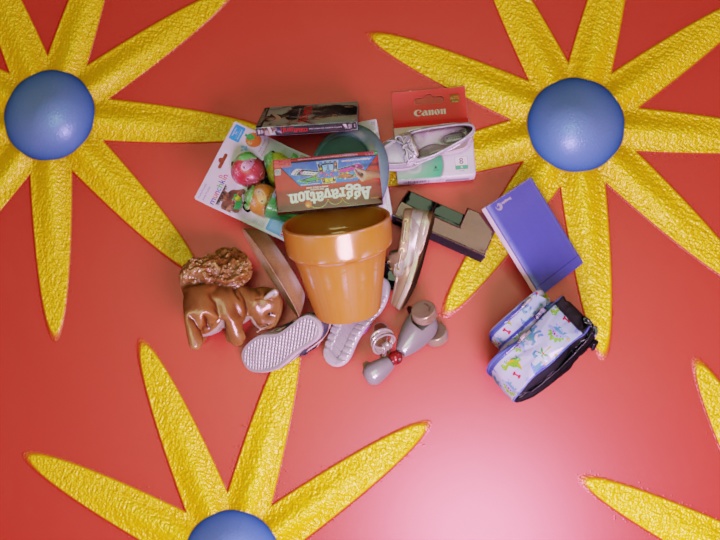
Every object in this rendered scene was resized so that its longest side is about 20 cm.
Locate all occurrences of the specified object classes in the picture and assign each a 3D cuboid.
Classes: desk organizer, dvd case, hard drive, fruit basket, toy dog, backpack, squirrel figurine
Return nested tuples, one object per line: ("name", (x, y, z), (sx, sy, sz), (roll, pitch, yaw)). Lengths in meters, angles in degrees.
("desk organizer", (0.169, -0.096, 1.499), (0.199, 0.072, 0.077), (24, 82, 5))
("dvd case", (-0.103, -0.305, 1.509), (0.199, 0.146, 0.022), (-4, 118, 4))
("hard drive", (0.338, -0.067, 1.471), (0.132, 0.025, 0.201), (-33, 91, -26))
("fruit basket", (-0.193, -0.177, 1.461), (0.199, 0.094, 0.186), (27, 71, -8))
("toy dog", (0.074, 0.129, 1.460), (0.199, 0.096, 0.133), (-20, 123, -28))
("backpack", (0.325, 0.143, 1.410), (0.200, 0.183, 0.147), (-45, 67, 3))
("squirrel figurine", (-0.251, 0.047, 1.473), (0.186, 0.142, 0.201), (-12, 85, -5))

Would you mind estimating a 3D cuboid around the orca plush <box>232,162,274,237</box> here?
("orca plush", (-0.226, -0.151, 1.544), (0.105, 0.071, 0.201), (-33, 92, -46))

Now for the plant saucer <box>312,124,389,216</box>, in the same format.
("plant saucer", (-0.031, -0.191, 1.489), (0.199, 0.027, 0.201), (-1, 89, 36))

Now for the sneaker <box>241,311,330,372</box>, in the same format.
("sneaker", (-0.141, 0.143, 1.488), (0.199, 0.079, 0.079), (-26, 85, 25))

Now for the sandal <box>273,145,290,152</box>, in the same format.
("sandal", (-0.140, -0.163, 1.542), (0.075, 0.045, 0.201), (-13, 68, -4))

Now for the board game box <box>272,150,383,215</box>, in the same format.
("board game box", (-0.061, -0.165, 1.413), (0.199, 0.019, 0.104), (-6, 83, -3))

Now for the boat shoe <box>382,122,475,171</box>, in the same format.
("boat shoe", (0.126, -0.249, 1.475), (0.201, 0.065, 0.075), (-12, 82, -3))

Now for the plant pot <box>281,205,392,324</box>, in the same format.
("plant pot", (-0.034, -0.007, 1.394), (0.199, 0.200, 0.184), (-6, 109, 2))

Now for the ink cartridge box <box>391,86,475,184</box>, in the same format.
("ink cartridge box", (0.147, -0.280, 1.535), (0.160, 0.050, 0.201), (-4, 85, 2))

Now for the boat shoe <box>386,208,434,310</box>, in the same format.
("boat shoe", (0.087, -0.025, 1.453), (0.066, 0.074, 0.201), (18, 99, 12))

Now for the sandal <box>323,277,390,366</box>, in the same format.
("sandal", (-0.009, 0.098, 1.497), (0.082, 0.050, 0.203), (35, 92, 23))

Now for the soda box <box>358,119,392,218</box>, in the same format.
("soda box", (0.017, -0.197, 1.522), (0.068, 0.064, 0.201), (-10, 82, 2))

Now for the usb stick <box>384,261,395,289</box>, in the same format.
("usb stick", (0.000, 0.000, 1.515), (0.199, 0.033, 0.056), (10, 92, 4))

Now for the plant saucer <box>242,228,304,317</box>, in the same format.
("plant saucer", (-0.159, -0.004, 1.441), (0.035, 0.200, 0.201), (-33, 82, -9))
